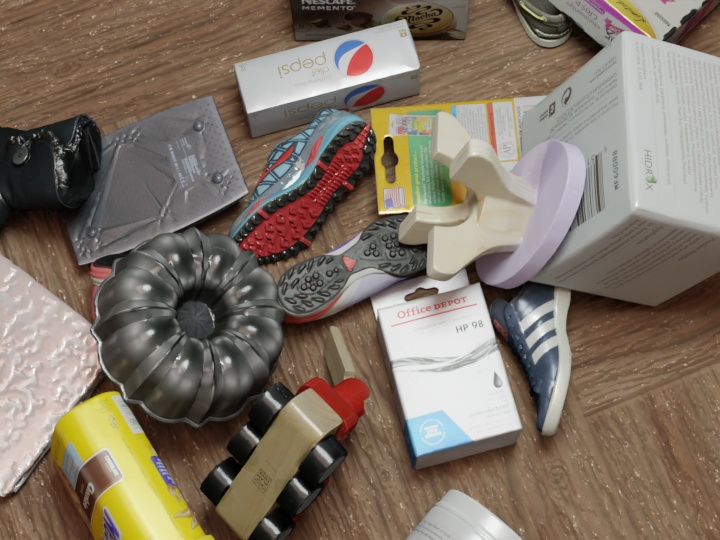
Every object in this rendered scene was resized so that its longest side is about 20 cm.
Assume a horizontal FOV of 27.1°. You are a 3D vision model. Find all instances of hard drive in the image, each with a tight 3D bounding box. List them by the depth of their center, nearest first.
[{"bbox_3d":[-0.227,-0.093,1.618,0.198,0.042,0.136,-23,72,1],"label":"hard drive"}]

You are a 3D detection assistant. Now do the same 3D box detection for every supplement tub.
[{"bbox_3d":[0.071,0.327,1.437,0.132,0.132,0.200,38,77,12],"label":"supplement tub"}]

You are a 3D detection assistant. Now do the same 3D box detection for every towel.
[{"bbox_3d":[-0.378,0.107,1.569,0.190,0.032,0.201,35,75,11],"label":"towel"}]

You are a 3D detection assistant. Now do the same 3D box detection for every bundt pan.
[{"bbox_3d":[-0.160,0.047,1.473,0.200,0.076,0.204,9,67,-21],"label":"bundt pan"}]

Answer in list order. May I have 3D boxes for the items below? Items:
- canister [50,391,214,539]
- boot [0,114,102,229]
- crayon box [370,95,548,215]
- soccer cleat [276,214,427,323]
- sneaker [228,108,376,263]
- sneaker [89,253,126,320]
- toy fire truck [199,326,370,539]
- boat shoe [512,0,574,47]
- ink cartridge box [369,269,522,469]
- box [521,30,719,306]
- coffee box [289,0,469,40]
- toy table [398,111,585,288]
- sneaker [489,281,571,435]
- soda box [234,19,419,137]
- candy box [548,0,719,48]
[{"bbox_3d":[-0.223,0.235,1.465,0.086,0.149,0.201,-26,70,-25],"label":"canister"},{"bbox_3d":[-0.366,-0.074,1.565,0.167,0.076,0.202,0,58,35],"label":"boot"},{"bbox_3d":[0.113,-0.117,1.624,0.197,0.052,0.127,-4,72,-1],"label":"crayon box"},{"bbox_3d":[0.000,0.000,1.580,0.198,0.073,0.069,-25,76,-14],"label":"soccer cleat"},{"bbox_3d":[-0.070,-0.093,1.619,0.200,0.079,0.096,-44,39,0],"label":"sneaker"},{"bbox_3d":[-0.189,0.040,1.580,0.197,0.074,0.088,10,106,-5],"label":"sneaker"},{"bbox_3d":[-0.055,0.159,1.502,0.129,0.177,0.199,43,35,14],"label":"toy fire truck"},{"bbox_3d":[0.179,-0.349,1.694,0.072,0.060,0.203,-28,74,-8],"label":"boat shoe"},{"bbox_3d":[0.084,0.090,1.548,0.114,0.067,0.202,-14,72,-3],"label":"ink cartridge box"},{"bbox_3d":[0.283,-0.096,1.507,0.169,0.199,0.202,12,65,-22],"label":"box"},{"bbox_3d":[0.021,-0.316,1.659,0.197,0.113,0.081,0,71,0],"label":"coffee box"},{"bbox_3d":[0.124,-0.067,1.488,0.116,0.201,0.185,13,48,-17],"label":"toy table"},{"bbox_3d":[0.173,0.074,1.551,0.083,0.075,0.202,4,62,1],"label":"sneaker"},{"bbox_3d":[-0.035,-0.211,1.648,0.198,0.068,0.064,-16,72,-4],"label":"soda box"},{"bbox_3d":[0.321,-0.322,1.651,0.136,0.061,0.200,41,59,11],"label":"candy box"}]
